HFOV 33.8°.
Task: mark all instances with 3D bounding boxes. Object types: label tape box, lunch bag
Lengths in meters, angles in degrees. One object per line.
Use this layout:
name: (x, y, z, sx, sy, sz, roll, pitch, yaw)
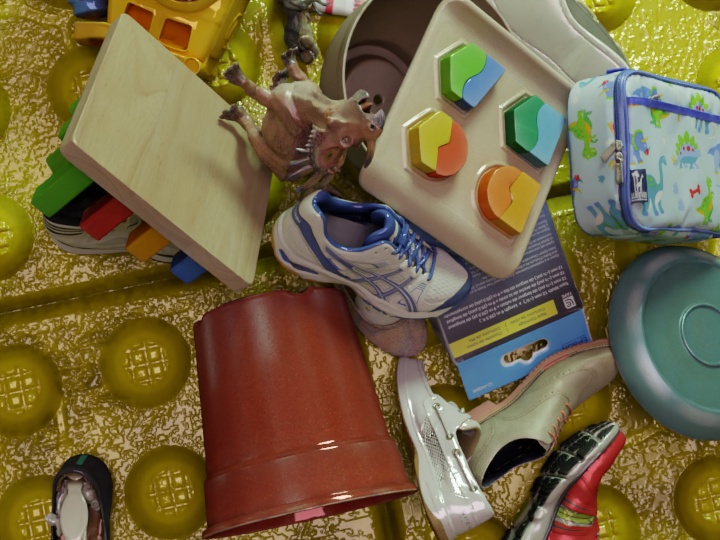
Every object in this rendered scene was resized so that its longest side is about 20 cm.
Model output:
label tape box: (0.129, 0.005, 1.170, 0.142, 0.066, 0.201, -23, 102, -7)
lunch bag: (0.282, -0.109, 1.142, 0.199, 0.082, 0.162, 5, 82, -44)

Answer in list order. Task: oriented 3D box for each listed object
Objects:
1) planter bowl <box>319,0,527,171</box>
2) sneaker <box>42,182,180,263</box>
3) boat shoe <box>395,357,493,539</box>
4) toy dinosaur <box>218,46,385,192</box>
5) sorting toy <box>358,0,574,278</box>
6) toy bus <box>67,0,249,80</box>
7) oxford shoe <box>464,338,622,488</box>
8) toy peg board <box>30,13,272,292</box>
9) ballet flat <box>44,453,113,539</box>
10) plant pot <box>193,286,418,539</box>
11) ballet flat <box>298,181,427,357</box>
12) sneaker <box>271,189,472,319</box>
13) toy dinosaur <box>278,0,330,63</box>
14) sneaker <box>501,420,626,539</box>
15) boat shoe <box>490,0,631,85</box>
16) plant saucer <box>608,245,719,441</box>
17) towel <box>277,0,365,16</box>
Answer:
planter bowl: (0.041, -0.170, 1.137, 0.199, 0.134, 0.202, 0, 91, -28)
sneaker: (-0.205, -0.050, 1.129, 0.199, 0.115, 0.076, -3, 83, -5)
boat shoe: (0.081, 0.159, 1.110, 0.069, 0.071, 0.201, -19, 48, 5)
toy dinosaur: (-0.057, -0.117, 1.055, 0.086, 0.200, 0.136, -31, 83, -18)
sorting toy: (0.111, -0.121, 1.078, 0.185, 0.036, 0.201, 33, 75, -25)
toy bus: (-0.217, -0.253, 1.157, 0.199, 0.136, 0.193, 23, 98, 0)
oxford shoe: (0.181, 0.143, 1.147, 0.199, 0.074, 0.071, -35, 132, 0)
toy peg board: (-0.188, -0.088, 1.064, 0.098, 0.201, 0.199, -32, 122, 29)
ballet flat: (-0.266, 0.274, 1.110, 0.072, 0.073, 0.202, 0, 84, -4)
plant pot: (-0.065, 0.128, 1.089, 0.199, 0.201, 0.197, -11, 77, -6)
ballet flat: (0.000, 0.000, 1.163, 0.068, 0.067, 0.201, -36, 87, -7)
sneaker: (0.023, -0.013, 1.057, 0.199, 0.088, 0.076, 15, 60, -22)
toy dinosaur: (-0.052, -0.311, 1.177, 0.087, 0.047, 0.202, -14, 101, 1)
sneaker: (0.206, 0.240, 1.155, 0.085, 0.077, 0.201, 32, 92, -5)
boat shoe: (0.202, -0.249, 1.213, 0.202, 0.060, 0.072, 47, 114, 3)
plant saucer: (0.337, 0.066, 1.168, 0.199, 0.027, 0.202, 8, 68, -19)
towel: (0.020, -0.330, 1.227, 0.198, 0.023, 0.145, 7, 84, -4)
